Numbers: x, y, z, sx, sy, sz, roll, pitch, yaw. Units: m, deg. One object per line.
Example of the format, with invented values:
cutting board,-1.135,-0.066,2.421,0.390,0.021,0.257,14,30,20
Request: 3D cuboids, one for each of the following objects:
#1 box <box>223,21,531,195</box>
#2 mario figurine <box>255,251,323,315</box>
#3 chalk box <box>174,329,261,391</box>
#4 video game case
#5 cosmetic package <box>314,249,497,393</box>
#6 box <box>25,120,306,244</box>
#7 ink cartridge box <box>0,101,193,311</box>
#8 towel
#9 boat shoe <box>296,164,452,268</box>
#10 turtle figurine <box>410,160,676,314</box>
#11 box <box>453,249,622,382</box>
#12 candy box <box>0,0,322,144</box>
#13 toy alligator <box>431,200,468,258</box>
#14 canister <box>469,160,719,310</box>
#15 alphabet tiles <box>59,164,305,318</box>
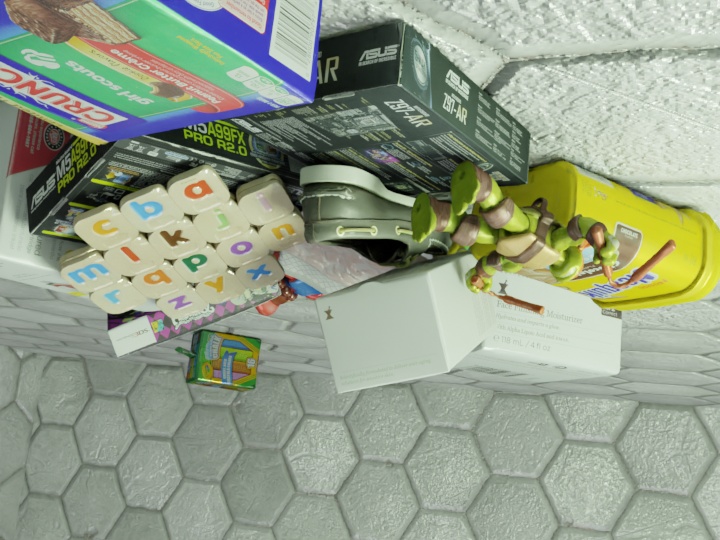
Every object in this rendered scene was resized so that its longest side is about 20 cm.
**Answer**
box,0.017,-0.108,0.665,0.158,0.045,0.199,-2,165,36
mario figurine,-0.072,-0.012,1.137,0.196,0.126,0.106,-7,-155,21
chalk box,-0.358,0.221,2.176,0.196,0.127,0.124,11,167,-20
video game case,-0.191,0.021,0.980,0.178,0.037,0.200,-21,-162,-10
cosmetic package,0.049,0.039,0.796,0.105,0.087,0.199,-13,-177,22
box,-0.148,-0.067,0.729,0.197,0.045,0.159,11,148,-43
ink cartridge box,-0.244,-0.055,0.807,0.082,0.149,0.198,-7,163,41
towel,0.000,0.000,0.985,0.197,0.033,0.191,29,157,-1
boat shoe,0.018,-0.035,0.747,0.071,0.062,0.200,-3,168,35
turtle figurine,0.129,-0.029,0.688,0.159,0.066,0.199,24,159,-27
box,0.197,0.060,1.131,0.195,0.134,0.199,11,167,-19
candy box,-0.148,-0.145,0.504,0.197,0.079,0.168,-1,166,35
toy alligator,0.099,-0.036,0.943,0.054,0.060,0.200,-38,156,8
canister,0.218,-0.028,0.831,0.197,0.089,0.147,16,164,-31
alphabet tiles,-0.144,-0.019,0.741,0.196,0.015,0.196,-20,153,5
